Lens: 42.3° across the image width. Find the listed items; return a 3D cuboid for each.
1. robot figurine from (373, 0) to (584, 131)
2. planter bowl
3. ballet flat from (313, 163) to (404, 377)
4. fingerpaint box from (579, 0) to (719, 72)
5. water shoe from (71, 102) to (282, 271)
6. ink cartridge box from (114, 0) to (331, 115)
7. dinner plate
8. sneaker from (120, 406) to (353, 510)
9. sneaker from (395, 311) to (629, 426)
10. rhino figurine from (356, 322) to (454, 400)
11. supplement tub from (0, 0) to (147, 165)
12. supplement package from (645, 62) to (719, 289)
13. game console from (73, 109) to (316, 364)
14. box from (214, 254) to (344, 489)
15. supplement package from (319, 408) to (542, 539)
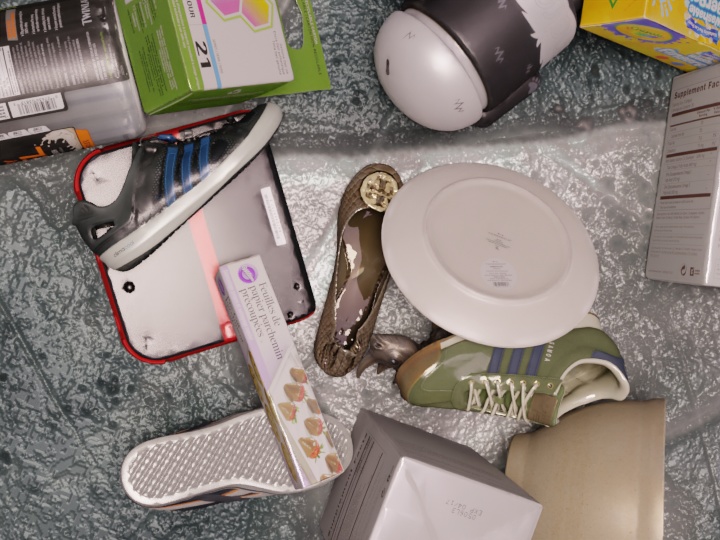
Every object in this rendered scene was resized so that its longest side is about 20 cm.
[{"bbox_3d":[0.105,-0.213,0.816,0.200,0.125,0.150,-41,93,-5],"label":"robot figurine"},{"bbox_3d":[0.199,0.209,0.826,0.135,0.200,0.201,2,92,18],"label":"planter bowl"},{"bbox_3d":[0.000,0.000,0.845,0.067,0.046,0.200,16,90,-10],"label":"ballet flat"},{"bbox_3d":[0.294,-0.275,0.827,0.200,0.073,0.167,7,91,-38],"label":"fingerpaint box"},{"bbox_3d":[-0.153,-0.088,0.779,0.200,0.071,0.079,-44,98,-10],"label":"water shoe"},{"bbox_3d":[-0.093,-0.217,0.760,0.200,0.076,0.148,-17,95,-41],"label":"ink cartridge box"},{"bbox_3d":[0.118,-0.024,0.818,0.200,0.024,0.200,5,56,-8],"label":"dinner plate"},{"bbox_3d":[-0.110,0.165,0.821,0.200,0.079,0.079,-3,75,-17],"label":"sneaker"},{"bbox_3d":[0.138,0.095,0.797,0.200,0.090,0.067,-12,133,-15],"label":"sneaker"},{"bbox_3d":[0.089,0.060,0.852,0.200,0.060,0.088,-22,113,-8],"label":"rhino figurine"},{"bbox_3d":[-0.284,-0.150,0.757,0.200,0.123,0.123,-13,94,-8],"label":"supplement tub"},{"bbox_3d":[0.354,-0.081,0.861,0.117,0.117,0.200,8,92,-8],"label":"supplement package"},{"bbox_3d":[-0.148,-0.028,0.834,0.177,0.031,0.200,-17,96,-14],"label":"game console"},{"bbox_3d":[-0.071,0.087,0.793,0.039,0.041,0.200,-19,82,-21],"label":"box"},{"bbox_3d":[0.049,0.207,0.783,0.121,0.200,0.120,21,89,-8],"label":"supplement package"}]
